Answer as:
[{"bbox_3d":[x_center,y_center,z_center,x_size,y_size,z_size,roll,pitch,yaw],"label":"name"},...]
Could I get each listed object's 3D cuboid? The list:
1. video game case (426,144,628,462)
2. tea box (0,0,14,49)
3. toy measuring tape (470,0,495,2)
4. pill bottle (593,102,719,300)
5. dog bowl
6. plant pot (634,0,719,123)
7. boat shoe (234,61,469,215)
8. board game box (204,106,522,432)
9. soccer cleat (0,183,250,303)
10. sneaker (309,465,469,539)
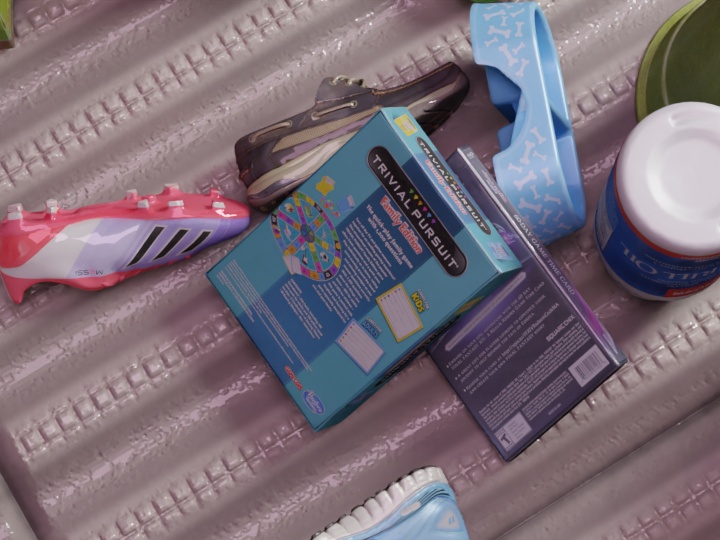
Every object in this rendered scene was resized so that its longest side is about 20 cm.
[{"bbox_3d":[0.095,0.027,1.485,0.019,0.143,0.201,-22,72,-47],"label":"video game case"},{"bbox_3d":[-0.377,-0.260,1.516,0.198,0.197,0.135,-3,75,0],"label":"tea box"},{"bbox_3d":[0.065,-0.268,1.586,0.199,0.074,0.074,28,77,7],"label":"toy measuring tape"},{"bbox_3d":[0.232,-0.041,1.460,0.111,0.200,0.113,0,75,1],"label":"pill bottle"},{"bbox_3d":[0.131,-0.115,1.518,0.049,0.111,0.202,-13,75,15],"label":"dog bowl"},{"bbox_3d":[0.318,-0.157,1.496,0.198,0.190,0.202,0,76,1],"label":"plant pot"},{"bbox_3d":[-0.010,-0.119,1.545,0.199,0.075,0.074,-28,78,-8],"label":"boat shoe"},{"bbox_3d":[0.000,0.000,1.478,0.200,0.047,0.151,-41,78,24],"label":"board game box"},{"bbox_3d":[-0.183,-0.020,1.533,0.198,0.067,0.077,-5,107,-7],"label":"soccer cleat"},{"bbox_3d":[-0.004,0.229,1.456,0.199,0.078,0.090,-34,81,-8],"label":"sneaker"}]
